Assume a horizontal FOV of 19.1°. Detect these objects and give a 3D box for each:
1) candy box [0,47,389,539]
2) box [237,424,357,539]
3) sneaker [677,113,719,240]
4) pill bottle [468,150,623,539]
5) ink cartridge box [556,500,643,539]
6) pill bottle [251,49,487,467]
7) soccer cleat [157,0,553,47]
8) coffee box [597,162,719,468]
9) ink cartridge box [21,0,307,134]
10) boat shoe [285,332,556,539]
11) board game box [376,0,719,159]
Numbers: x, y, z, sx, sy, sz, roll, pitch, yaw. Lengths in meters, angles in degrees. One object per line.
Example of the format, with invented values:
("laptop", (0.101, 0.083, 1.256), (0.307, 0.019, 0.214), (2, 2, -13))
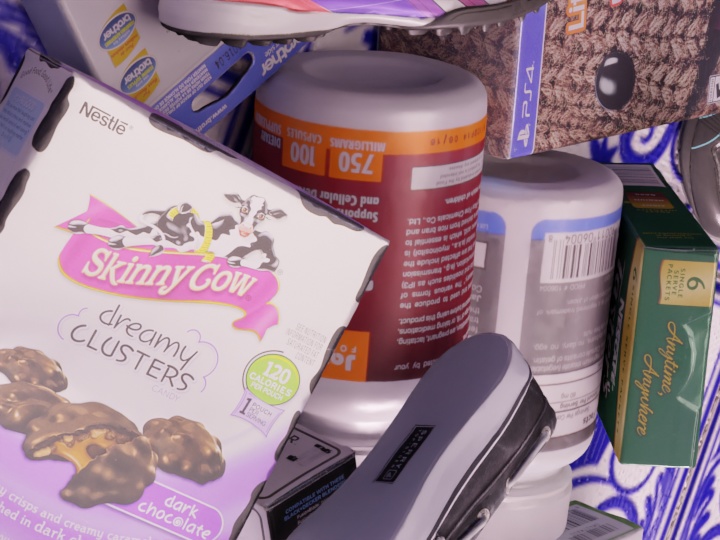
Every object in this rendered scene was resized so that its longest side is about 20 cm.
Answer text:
("candy box", (-0.109, 0.033, 0.920), (0.167, 0.072, 0.200), (27, 91, -27))
("box", (-0.051, 0.166, 1.061), (0.060, 0.116, 0.201), (-28, 125, -36))
("sneaker", (0.249, -0.110, 1.309), (0.075, 0.079, 0.201), (-9, 113, -46))
("pill bottle", (0.074, 0.041, 1.149), (0.114, 0.114, 0.201), (-11, 113, -45))
("ink cartridge box", (0.111, 0.251, 1.311), (0.104, 0.059, 0.201), (-12, 114, -45))
("pill bottle", (0.000, 0.000, 1.051), (0.113, 0.113, 0.201), (-14, 114, -44))
("soccer cleat", (0.005, -0.143, 0.954), (0.199, 0.068, 0.073), (-7, 109, -27))
("coffee box", (0.153, 0.018, 1.183), (0.044, 0.200, 0.123), (4, 107, -4))
("ink cartridge box", (-0.100, -0.151, 0.940), (0.119, 0.042, 0.200), (-45, 131, -26))
("boat shoe", (0.022, 0.121, 0.978), (0.068, 0.073, 0.200), (54, 56, -27))
("board game box", (0.111, -0.158, 1.124), (0.200, 0.097, 0.160), (-15, 116, -44))
